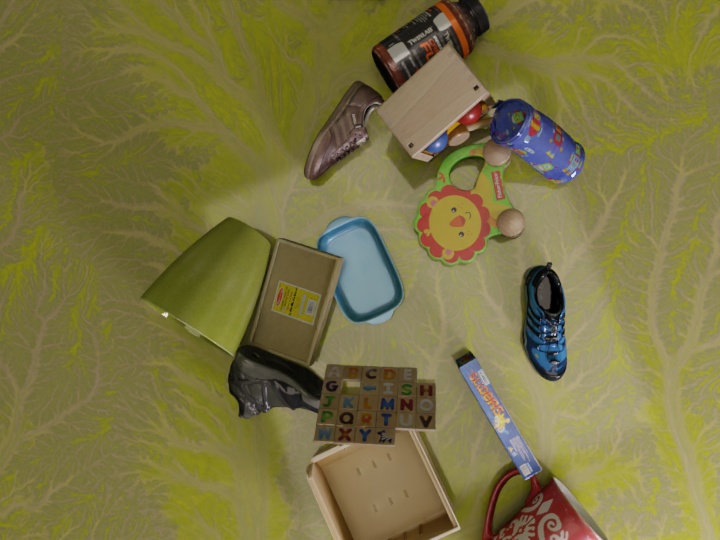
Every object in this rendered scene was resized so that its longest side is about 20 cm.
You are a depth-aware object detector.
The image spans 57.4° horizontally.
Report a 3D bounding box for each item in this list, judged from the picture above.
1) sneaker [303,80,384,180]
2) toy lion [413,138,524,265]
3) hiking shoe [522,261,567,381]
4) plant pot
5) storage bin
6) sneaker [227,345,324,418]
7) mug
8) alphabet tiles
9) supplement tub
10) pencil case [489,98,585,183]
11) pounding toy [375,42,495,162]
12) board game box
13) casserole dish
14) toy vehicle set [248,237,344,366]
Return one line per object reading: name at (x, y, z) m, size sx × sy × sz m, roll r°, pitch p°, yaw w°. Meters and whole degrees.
sneaker at (-0.027, -0.240, 1.177) m, size 0.075 × 0.070 × 0.201 m, roll 31°, pitch 91°, yaw 5°
toy lion at (0.184, -0.115, 1.159) m, size 0.190 × 0.069 × 0.202 m, roll -11°, pitch 86°, yaw 12°
hiking shoe at (0.313, 0.090, 1.118) m, size 0.074 × 0.087 × 0.202 m, roll -8°, pitch 86°, yaw 5°
plant pot at (-0.247, 0.015, 1.146) m, size 0.186 × 0.187 × 0.201 m, roll 29°, pitch 75°, yaw 6°
storage bin at (0.036, 0.376, 1.127) m, size 0.199 × 0.094 × 0.200 m, roll -26°, pitch 85°, yaw 4°
sneaker at (-0.146, 0.221, 1.167) m, size 0.198 × 0.076 × 0.115 m, roll 25°, pitch 112°, yaw -10°
mug at (0.284, 0.450, 1.103) m, size 0.200 × 0.178 × 0.133 m, roll -44°, pitch 120°, yaw 6°
alphabet tiles at (0.029, 0.227, 1.117) m, size 0.198 × 0.168 × 0.008 m, roll 1°, pitch 129°, yaw 6°
supplement tub at (0.125, -0.398, 1.152) m, size 0.199 × 0.107 × 0.107 m, roll -34°, pitch 84°, yaw 3°
pencil case at (0.292, -0.212, 1.092) m, size 0.086 × 0.199 × 0.079 m, roll -12°, pitch 66°, yaw 44°
pounding toy at (0.160, -0.268, 1.118) m, size 0.184 × 0.200 × 0.143 m, roll -39°, pitch 84°, yaw 17°
board game box at (0.225, 0.235, 1.095) m, size 0.034 × 0.135 × 0.201 m, roll -30°, pitch 85°, yaw 4°
casserole dish at (0.000, 0.000, 1.178) m, size 0.120 × 0.039 × 0.202 m, roll -25°, pitch 84°, yaw 4°
toy vehicle set at (-0.115, 0.055, 1.168) m, size 0.123 × 0.026 × 0.202 m, roll 19°, pitch 97°, yaw 15°
